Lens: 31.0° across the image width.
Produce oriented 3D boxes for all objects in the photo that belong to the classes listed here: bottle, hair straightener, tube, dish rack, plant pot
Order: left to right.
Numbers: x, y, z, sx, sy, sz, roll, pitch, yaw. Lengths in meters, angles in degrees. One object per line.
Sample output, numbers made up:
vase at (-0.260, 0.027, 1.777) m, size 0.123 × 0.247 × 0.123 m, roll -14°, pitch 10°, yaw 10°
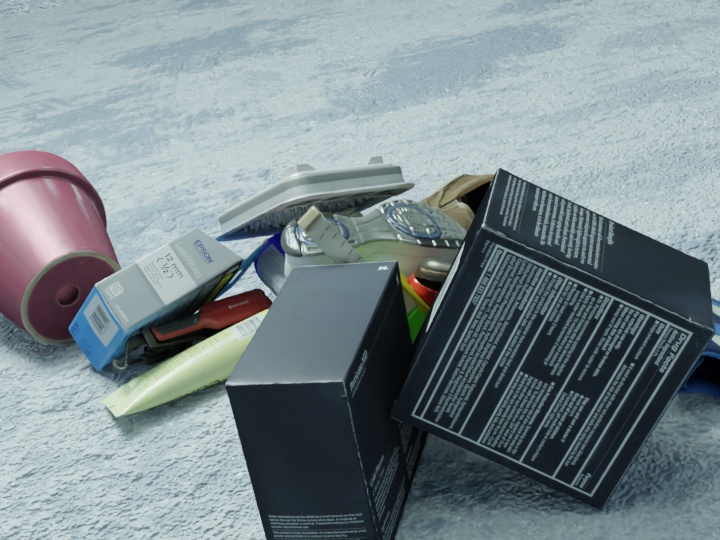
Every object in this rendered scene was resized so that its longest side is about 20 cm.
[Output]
plant pot at (-0.372, -0.014, 1.529) m, size 0.199 × 0.201 × 0.179 m, roll -24°, pitch 45°, yaw -25°
hair straightener at (-0.184, 0.078, 1.402) m, size 0.199 × 0.077 × 0.041 m, roll -23°, pitch 62°, yaw -41°
tube at (-0.173, 0.103, 1.363) m, size 0.199 × 0.058 × 0.052 m, roll -24°, pitch 64°, yaw -19°
dish rack at (-0.056, -0.080, 1.424) m, size 0.171 × 0.044 × 0.199 m, roll -11°, pitch -7°, yaw -36°
bottle at (-0.051, 0.027, 1.420) m, size 0.065 × 0.083 × 0.200 m, roll -47°, pitch 34°, yaw 1°

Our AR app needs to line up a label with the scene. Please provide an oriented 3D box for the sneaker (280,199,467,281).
sneaker at (0.014, -0.014, 1.268) m, size 0.198 × 0.088 × 0.075 m, roll -5°, pitch 40°, yaw -18°

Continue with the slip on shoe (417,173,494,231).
slip on shoe at (0.094, -0.048, 1.373) m, size 0.060 × 0.077 × 0.200 m, roll -15°, pitch 16°, yaw 36°

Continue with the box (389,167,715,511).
box at (0.157, 0.058, 1.074) m, size 0.197 × 0.201 × 0.123 m, roll 25°, pitch 30°, yaw 0°

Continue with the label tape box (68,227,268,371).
label tape box at (-0.211, 0.018, 1.429) m, size 0.199 × 0.066 × 0.143 m, roll -35°, pitch -5°, yaw -31°

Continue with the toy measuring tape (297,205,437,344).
toy measuring tape at (0.017, 0.011, 1.209) m, size 0.074 × 0.200 × 0.074 m, roll -42°, pitch 15°, yaw 14°

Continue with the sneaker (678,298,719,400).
sneaker at (0.286, 0.059, 1.194) m, size 0.199 × 0.074 × 0.082 m, roll 26°, pitch 55°, yaw 20°

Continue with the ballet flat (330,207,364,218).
ballet flat at (-0.016, -0.036, 1.443) m, size 0.067 × 0.068 × 0.200 m, roll -39°, pitch -13°, yaw 6°

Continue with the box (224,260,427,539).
box at (-0.020, 0.118, 1.116) m, size 0.103 × 0.184 × 0.200 m, roll -2°, pitch 27°, yaw 16°

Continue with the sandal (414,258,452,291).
sandal at (0.149, 0.000, 1.170) m, size 0.198 × 0.055 × 0.082 m, roll 6°, pitch -13°, yaw 6°

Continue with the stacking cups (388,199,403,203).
stacking cups at (0.000, 0.000, 1.349) m, size 0.060 × 0.061 × 0.200 m, roll 7°, pitch 35°, yaw 32°
